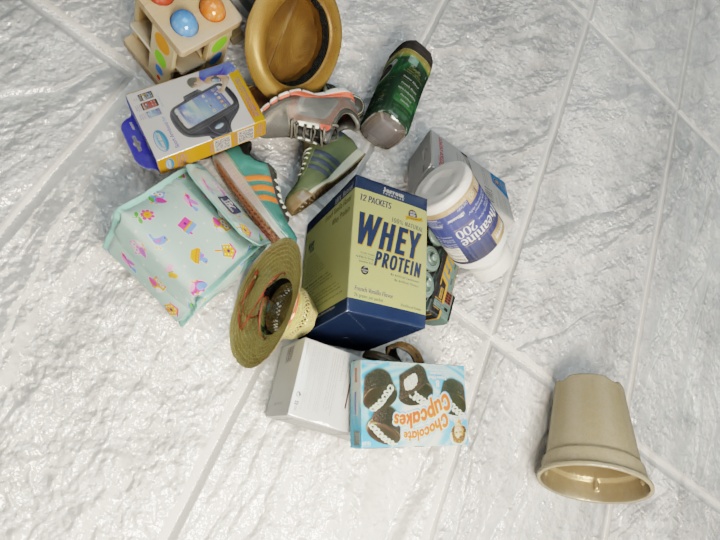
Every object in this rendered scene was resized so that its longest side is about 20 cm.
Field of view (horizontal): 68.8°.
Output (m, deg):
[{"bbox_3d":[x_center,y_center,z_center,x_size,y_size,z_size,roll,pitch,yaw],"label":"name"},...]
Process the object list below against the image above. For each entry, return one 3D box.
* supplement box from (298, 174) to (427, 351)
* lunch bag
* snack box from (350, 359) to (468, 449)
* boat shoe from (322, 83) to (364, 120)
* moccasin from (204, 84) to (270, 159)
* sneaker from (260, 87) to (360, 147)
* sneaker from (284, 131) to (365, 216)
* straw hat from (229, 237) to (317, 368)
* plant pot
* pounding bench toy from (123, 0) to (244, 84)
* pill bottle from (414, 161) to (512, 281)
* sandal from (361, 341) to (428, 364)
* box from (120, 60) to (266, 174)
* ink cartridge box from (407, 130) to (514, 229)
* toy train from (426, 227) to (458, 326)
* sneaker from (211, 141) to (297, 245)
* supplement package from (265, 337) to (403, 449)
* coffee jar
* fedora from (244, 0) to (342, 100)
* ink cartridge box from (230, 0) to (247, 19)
[{"bbox_3d":[0.000,0.000,0.830,0.130,0.199,0.207,13,67,-25],"label":"supplement box"},{"bbox_3d":[-0.238,-0.052,0.772,0.171,0.122,0.201,45,44,-4],"label":"lunch bag"},{"bbox_3d":[0.075,0.199,0.781,0.194,0.037,0.121,9,73,-30],"label":"snack box"},{"bbox_3d":[-0.075,-0.308,0.958,0.194,0.066,0.075,1,78,-24],"label":"boat shoe"},{"bbox_3d":[-0.231,-0.248,0.858,0.078,0.074,0.201,44,63,7],"label":"moccasin"},{"bbox_3d":[-0.082,-0.247,0.876,0.195,0.078,0.084,-21,71,-23],"label":"sneaker"},{"bbox_3d":[-0.080,-0.183,0.924,0.090,0.067,0.200,48,57,-2],"label":"sneaker"},{"bbox_3d":[-0.110,0.058,0.773,0.084,0.198,0.208,25,65,-33],"label":"straw hat"},{"bbox_3d":[0.434,0.309,0.990,0.196,0.200,0.188,28,53,-17],"label":"plant pot"},{"bbox_3d":[-0.256,-0.402,0.840,0.125,0.155,0.200,48,60,-6],"label":"pounding bench toy"},{"bbox_3d":[0.184,-0.077,0.907,0.201,0.109,0.113,48,58,-31],"label":"pill bottle"},{"bbox_3d":[0.078,0.150,0.884,0.196,0.080,0.057,18,71,-38],"label":"sandal"},{"bbox_3d":[-0.252,-0.228,0.783,0.196,0.042,0.121,-27,76,-23],"label":"box"},{"bbox_3d":[0.189,-0.157,1.013,0.196,0.085,0.147,30,36,-16],"label":"ink cartridge box"},{"bbox_3d":[0.132,0.002,0.974,0.113,0.084,0.205,35,59,-29],"label":"toy train"},{"bbox_3d":[-0.153,-0.125,0.851,0.079,0.071,0.202,-35,85,-22],"label":"sneaker"},{"bbox_3d":[-0.030,0.194,0.811,0.195,0.113,0.113,23,66,-22],"label":"supplement package"},{"bbox_3d":[0.073,-0.345,1.024,0.084,0.103,0.205,30,65,-21],"label":"coffee jar"},{"bbox_3d":[-0.120,-0.382,0.866,0.197,0.081,0.207,-23,126,-34],"label":"fedora"},{"bbox_3d":[-0.202,-0.506,0.916,0.056,0.162,0.204,-33,69,12],"label":"ink cartridge box"}]
